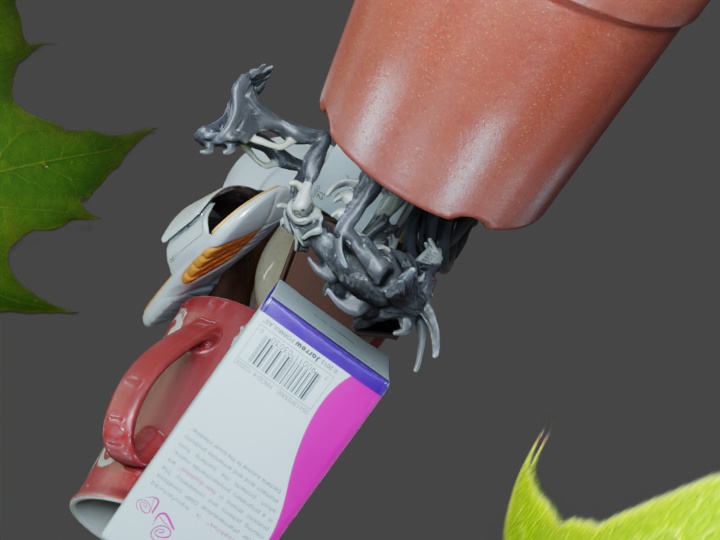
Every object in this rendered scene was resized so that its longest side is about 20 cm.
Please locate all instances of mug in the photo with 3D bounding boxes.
[{"bbox_3d":[-0.133,0.124,1.240,0.178,0.133,0.201,118,176,-61],"label":"mug"}]

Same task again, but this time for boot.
[{"bbox_3d":[-0.109,0.033,1.439,0.188,0.068,0.201,-53,-36,-64],"label":"boot"}]

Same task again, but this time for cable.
[{"bbox_3d":[0.089,-0.080,1.034,0.200,0.051,0.163,-54,3,24],"label":"cable"}]

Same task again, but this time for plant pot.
[{"bbox_3d":[0.080,-0.142,0.830,0.196,0.200,0.201,-61,-1,30],"label":"plant pot"}]

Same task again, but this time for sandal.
[{"bbox_3d":[-0.138,-0.022,1.275,0.079,0.059,0.207,-23,-14,-48],"label":"sandal"}]

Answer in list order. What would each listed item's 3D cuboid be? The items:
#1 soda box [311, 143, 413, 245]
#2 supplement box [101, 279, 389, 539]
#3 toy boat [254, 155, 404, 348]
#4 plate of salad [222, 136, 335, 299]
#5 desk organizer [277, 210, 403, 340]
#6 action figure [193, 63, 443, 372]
[{"bbox_3d":[0.045,-0.118,1.061,0.201,0.068,0.064,-58,-7,15],"label":"soda box"},{"bbox_3d":[-0.076,0.120,1.047,0.200,0.101,0.103,-54,3,6],"label":"supplement box"},{"bbox_3d":[0.000,0.000,1.272,0.200,0.130,0.131,-55,-27,-23],"label":"toy boat"},{"bbox_3d":[-0.058,-0.039,1.550,0.048,0.200,0.200,-26,26,56],"label":"plate of salad"},{"bbox_3d":[-0.028,0.063,1.138,0.072,0.077,0.201,9,-75,-57],"label":"desk organizer"},{"bbox_3d":[-0.004,-0.039,0.922,0.102,0.200,0.119,-43,-1,-17],"label":"action figure"}]
